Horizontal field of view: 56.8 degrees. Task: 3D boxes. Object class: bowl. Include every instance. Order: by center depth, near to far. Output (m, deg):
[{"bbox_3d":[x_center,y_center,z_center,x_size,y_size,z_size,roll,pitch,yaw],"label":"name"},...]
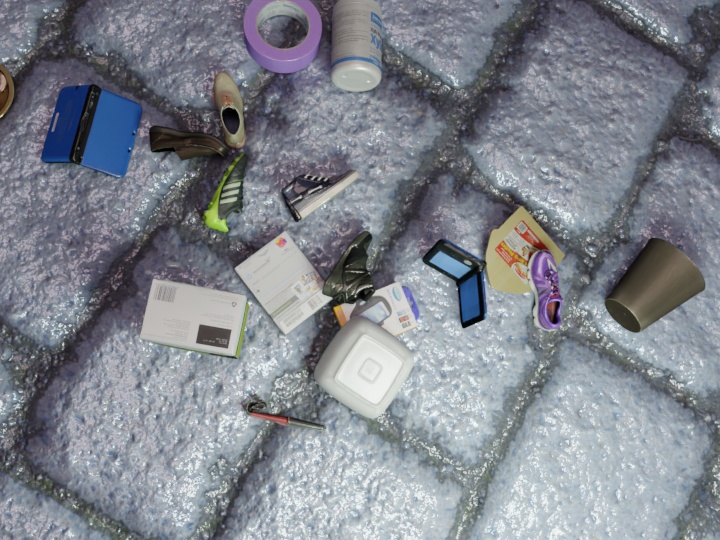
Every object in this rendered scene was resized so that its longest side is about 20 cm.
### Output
[{"bbox_3d":[0.015,0.226,1.537,0.200,0.075,0.200,35,83,-9],"label":"bowl"}]

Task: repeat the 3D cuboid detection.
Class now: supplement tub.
[{"bbox_3d":[-0.010,-0.573,1.696,0.131,0.132,0.201,3,79,-7],"label":"supplement tub"}]

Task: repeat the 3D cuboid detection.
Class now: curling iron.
[{"bbox_3d":[-0.173,0.338,1.540,0.199,0.026,0.050,20,80,-3],"label":"curling iron"}]

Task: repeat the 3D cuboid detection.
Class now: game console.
[{"bbox_3d":[0.216,0.034,1.556,0.170,0.200,0.119,29,76,0],"label":"game console"},{"bbox_3d":[-0.654,-0.336,1.623,0.170,0.118,0.201,4,75,26],"label":"game console"}]

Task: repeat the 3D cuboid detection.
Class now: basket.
[{"bbox_3d":[0.723,0.050,1.664,0.200,0.136,0.180,-41,82,-9],"label":"basket"}]

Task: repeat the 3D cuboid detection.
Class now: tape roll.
[{"bbox_3d":[-0.200,-0.615,1.715,0.199,0.066,0.202,1,78,-6],"label":"tape roll"}]

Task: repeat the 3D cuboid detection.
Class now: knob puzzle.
[{"bbox_3d":[0.391,-0.029,1.681,0.218,0.030,0.221,0,91,-14],"label":"knob puzzle"}]

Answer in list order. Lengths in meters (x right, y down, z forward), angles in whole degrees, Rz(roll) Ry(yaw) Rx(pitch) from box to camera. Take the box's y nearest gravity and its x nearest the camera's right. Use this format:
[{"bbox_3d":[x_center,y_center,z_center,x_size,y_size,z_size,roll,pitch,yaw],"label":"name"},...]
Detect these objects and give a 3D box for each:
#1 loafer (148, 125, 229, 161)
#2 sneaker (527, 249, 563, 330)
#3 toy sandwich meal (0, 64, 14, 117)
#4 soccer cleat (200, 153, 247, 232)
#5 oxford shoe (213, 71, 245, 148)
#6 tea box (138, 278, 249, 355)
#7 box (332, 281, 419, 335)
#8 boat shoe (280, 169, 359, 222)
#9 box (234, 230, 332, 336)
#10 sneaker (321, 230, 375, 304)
[{"bbox_3d":[-0.419,-0.298,1.624,0.199,0.073,0.072,10,83,3],"label":"loafer"},{"bbox_3d":[0.469,0.047,1.641,0.080,0.083,0.201,-8,89,-13],"label":"sneaker"},{"bbox_3d":[-0.928,-0.426,1.579,0.204,0.070,0.207,1,78,-7],"label":"toy sandwich meal"},{"bbox_3d":[-0.312,-0.188,1.619,0.081,0.067,0.201,29,77,-19],"label":"soccer cleat"},{"bbox_3d":[-0.322,-0.409,1.651,0.070,0.074,0.201,-15,81,-10],"label":"oxford shoe"},{"bbox_3d":[-0.359,0.112,1.476,0.199,0.197,0.135,11,78,-6],"label":"tea box"},{"bbox_3d":[0.045,0.109,1.609,0.199,0.041,0.120,-22,82,-9],"label":"box"},{"bbox_3d":[-0.103,-0.211,1.637,0.200,0.075,0.093,-36,92,-12],"label":"boat shoe"},{"bbox_3d":[-0.180,0.031,1.596,0.156,0.041,0.200,-38,86,-14],"label":"box"},{"bbox_3d":[0.000,0.000,1.592,0.114,0.076,0.200,28,58,4],"label":"sneaker"}]
